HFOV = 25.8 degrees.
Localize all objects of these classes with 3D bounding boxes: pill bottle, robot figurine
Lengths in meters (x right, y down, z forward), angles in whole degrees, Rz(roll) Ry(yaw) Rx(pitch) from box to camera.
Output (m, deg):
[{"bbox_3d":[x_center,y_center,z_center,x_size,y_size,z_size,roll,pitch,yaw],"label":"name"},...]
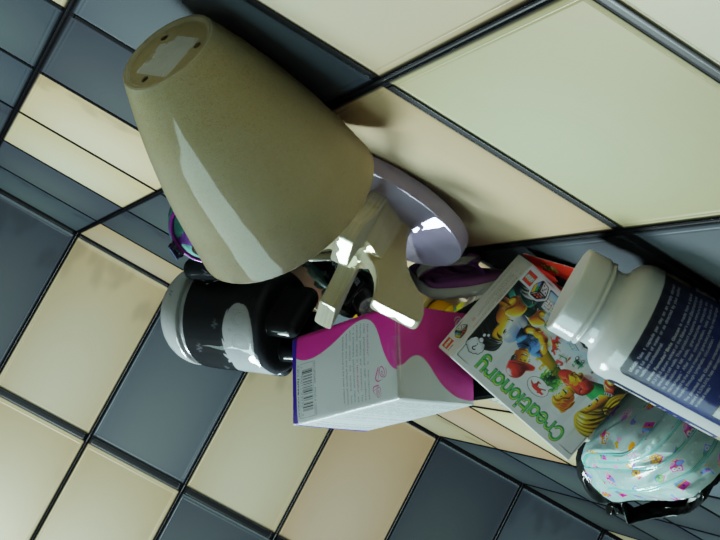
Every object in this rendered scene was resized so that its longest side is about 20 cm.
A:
[{"bbox_3d":[0.273,0.063,1.402,0.200,0.111,0.111,28,171,0],"label":"pill bottle"},{"bbox_3d":[-0.136,0.054,1.831,0.200,0.150,0.125,4,-173,32],"label":"robot figurine"}]

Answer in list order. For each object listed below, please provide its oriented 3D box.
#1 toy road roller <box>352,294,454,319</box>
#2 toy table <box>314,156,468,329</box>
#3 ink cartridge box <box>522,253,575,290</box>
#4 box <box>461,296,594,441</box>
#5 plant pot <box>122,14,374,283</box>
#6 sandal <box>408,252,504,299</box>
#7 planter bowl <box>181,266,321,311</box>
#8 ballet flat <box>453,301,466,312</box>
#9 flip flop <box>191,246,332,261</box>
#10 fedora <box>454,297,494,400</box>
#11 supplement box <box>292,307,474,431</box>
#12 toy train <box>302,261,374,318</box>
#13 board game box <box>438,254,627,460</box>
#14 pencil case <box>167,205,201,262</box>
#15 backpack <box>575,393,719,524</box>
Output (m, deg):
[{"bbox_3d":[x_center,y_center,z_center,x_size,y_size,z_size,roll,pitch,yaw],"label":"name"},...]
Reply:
[{"bbox_3d":[0.074,0.073,2.105,0.123,0.146,0.200,24,133,23],"label":"toy road roller"},{"bbox_3d":[-0.005,-0.030,1.571,0.200,0.117,0.184,21,149,16],"label":"toy table"},{"bbox_3d":[0.265,0.057,1.590,0.200,0.047,0.160,20,168,34],"label":"ink cartridge box"},{"bbox_3d":[0.201,0.114,1.890,0.200,0.109,0.128,28,173,0],"label":"box"},{"bbox_3d":[-0.116,-0.123,1.400,0.187,0.187,0.200,18,152,48],"label":"plant pot"},{"bbox_3d":[0.098,-0.003,1.727,0.203,0.082,0.050,10,117,67],"label":"sandal"},{"bbox_3d":[-0.107,-0.006,1.975,0.200,0.135,0.200,19,152,10],"label":"planter bowl"},{"bbox_3d":[0.196,0.100,2.019,0.200,0.067,0.067,34,-170,-20],"label":"ballet flat"},{"bbox_3d":[-0.080,-0.033,1.684,0.200,0.058,0.081,-4,-178,8],"label":"flip flop"},{"bbox_3d":[0.159,0.079,1.744,0.200,0.092,0.201,-10,163,-3],"label":"fedora"},{"bbox_3d":[0.021,0.107,1.686,0.103,0.101,0.200,8,163,-33],"label":"supplement box"},{"bbox_3d":[0.000,0.000,1.798,0.114,0.085,0.200,26,-162,-33],"label":"toy train"},{"bbox_3d":[0.190,0.092,1.630,0.200,0.126,0.035,41,180,-28],"label":"board game box"},{"bbox_3d":[-0.166,-0.072,1.810,0.200,0.085,0.092,-79,-33,-71],"label":"pencil case"},{"bbox_3d":[0.346,0.205,1.843,0.127,0.167,0.200,36,163,-16],"label":"backpack"}]
